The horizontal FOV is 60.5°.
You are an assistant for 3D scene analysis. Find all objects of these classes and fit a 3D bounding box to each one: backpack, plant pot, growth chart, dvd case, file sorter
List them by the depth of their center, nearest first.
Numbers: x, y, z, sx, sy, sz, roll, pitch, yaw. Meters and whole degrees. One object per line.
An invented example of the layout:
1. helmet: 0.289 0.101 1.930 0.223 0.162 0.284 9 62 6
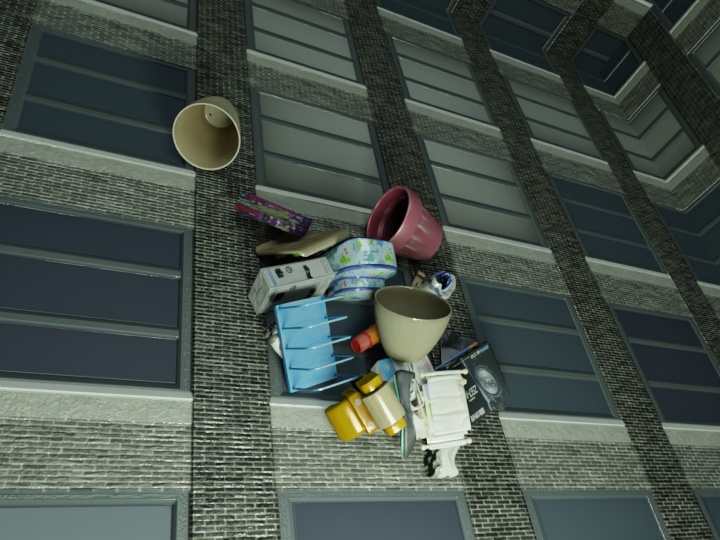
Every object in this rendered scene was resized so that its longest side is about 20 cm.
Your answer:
1. file sorter: -0.098 0.167 1.425 0.137 0.122 0.205 -11 91 -37
2. growth chart: 0.198 0.331 1.487 0.141 0.018 0.204 1 59 -2
3. backpack: 0.000 0.000 1.632 0.180 0.199 0.150 3 71 -31
4. dvd case: 0.285 0.268 1.717 0.146 0.016 0.203 21 46 -16
5. plant pot: -0.418 -0.417 1.760 0.184 0.189 0.202 22 31 -13
6. plant pot: 0.142 -0.123 1.848 0.177 0.199 0.203 28 41 -31

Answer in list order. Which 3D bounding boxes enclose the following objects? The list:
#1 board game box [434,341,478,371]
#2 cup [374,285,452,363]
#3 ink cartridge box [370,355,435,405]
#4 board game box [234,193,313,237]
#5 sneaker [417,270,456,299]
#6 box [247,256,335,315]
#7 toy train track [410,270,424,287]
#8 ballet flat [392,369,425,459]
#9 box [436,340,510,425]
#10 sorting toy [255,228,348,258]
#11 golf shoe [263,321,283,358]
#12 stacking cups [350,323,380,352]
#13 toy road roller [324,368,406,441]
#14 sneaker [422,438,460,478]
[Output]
1. board game box: 0.288 0.275 1.686 0.198 0.020 0.104 -22 69 -42
2. cup: 0.120 0.144 1.551 0.195 0.146 0.201 9 21 -3
3. ink cartridge box: 0.130 0.278 1.573 0.197 0.067 0.117 -6 57 -36
4. board game box: -0.234 -0.152 1.684 0.196 0.033 0.120 22 15 0
5. sneaker: 0.247 0.040 1.818 0.076 0.088 0.199 51 34 9
6. box: -0.172 0.037 1.554 0.197 0.117 0.061 -12 60 -39
7. toy train track: 0.156 0.063 1.798 0.113 0.033 0.201 33 43 -4
8. ballet flat: 0.117 0.330 1.435 0.072 0.073 0.205 5 68 -28
9. box: 0.299 0.297 1.623 0.198 0.043 0.163 -19 87 -43
10. sorting toy: -0.154 -0.068 1.640 0.184 0.197 0.037 -27 112 -43
11. golf shoe: -0.149 0.148 1.519 0.199 0.077 0.096 -28 92 -44
12. stacking cups: 0.056 0.164 1.638 0.198 0.061 0.061 -30 72 -40
13. toy road roller: 0.005 0.315 1.381 0.144 0.200 0.124 -32 91 -13
14. sneaker: 0.199 0.407 1.508 0.087 0.074 0.204 13 57 -22
